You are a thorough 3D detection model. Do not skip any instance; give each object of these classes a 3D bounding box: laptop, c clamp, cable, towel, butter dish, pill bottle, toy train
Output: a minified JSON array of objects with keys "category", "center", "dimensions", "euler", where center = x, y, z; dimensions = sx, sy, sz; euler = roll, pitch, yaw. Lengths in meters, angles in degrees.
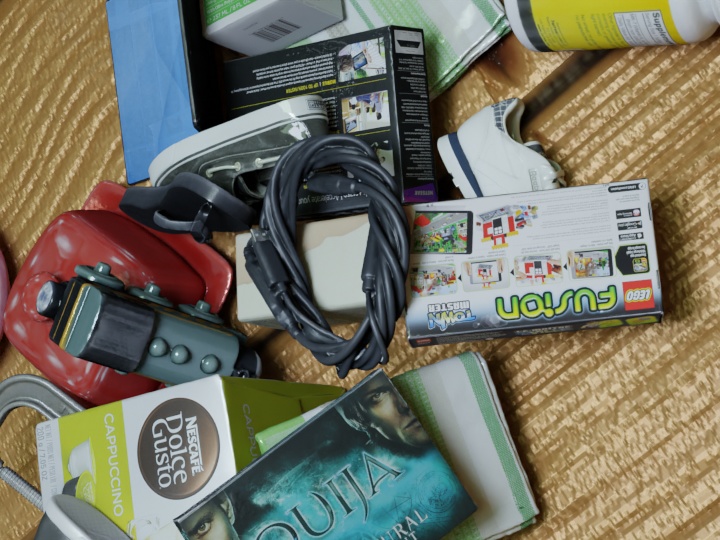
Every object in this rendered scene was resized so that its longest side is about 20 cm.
[{"category":"laptop","center":[-0.193,-0.194,1.544],"dimensions":[0.115,0.200,0.189],"euler":[-9,82,5]},{"category":"c clamp","center":[-0.282,0.199,1.556],"dimensions":[0.200,0.027,0.171],"euler":[43,113,2]},{"category":"cable","center":[-0.015,-0.011,1.351],"dimensions":[0.163,0.051,0.200],"euler":[-52,51,26]},{"category":"towel","center":[0.030,0.164,1.343],"dimensions":[0.199,0.031,0.150],"euler":[-19,86,-18]},{"category":"butter dish","center":[-0.251,0.031,1.548],"dimensions":[0.200,0.148,0.200],"euler":[34,101,29]},{"category":"towel","center":[0.029,-0.204,1.493],"dimensions":[0.200,0.031,0.150],"euler":[-42,63,21]},{"category":"pill bottle","center":[0.222,-0.234,1.330],"dimensions":[0.199,0.114,0.115],"euler":[0,83,30]},{"category":"toy train","center":[-0.178,0.058,1.443],"dimensions":[0.114,0.199,0.086],"euler":[27,94,58]}]

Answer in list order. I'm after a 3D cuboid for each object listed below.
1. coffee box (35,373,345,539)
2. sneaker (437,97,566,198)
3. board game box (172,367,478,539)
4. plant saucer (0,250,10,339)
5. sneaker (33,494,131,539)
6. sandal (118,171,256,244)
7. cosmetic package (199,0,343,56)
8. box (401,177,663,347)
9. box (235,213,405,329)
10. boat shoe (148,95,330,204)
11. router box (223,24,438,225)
[{"category":"coffee box","center":[-0.126,0.208,1.419],"dimensions":[0.197,0.200,0.201],"euler":[-16,76,27]},{"category":"sneaker","center":[0.138,-0.048,1.380],"dimensions":[0.080,0.076,0.201],"euler":[-31,70,11]},{"category":"board game box","center":[-0.025,0.186,1.285],"dimensions":[0.200,0.028,0.136],"euler":[-36,92,-18]},{"category":"plant saucer","center":[-0.426,0.032,1.706],"dimensions":[0.199,0.051,0.202],"euler":[-4,82,30]},{"category":"sneaker","center":[-0.194,0.269,1.297],"dimensions":[0.200,0.071,0.100],"euler":[38,104,33]},{"category":"sandal","center":[-0.151,-0.044,1.462],"dimensions":[0.200,0.076,0.043],"euler":[-6,57,61]},{"category":"cosmetic package","center":[-0.089,-0.308,1.526],"dimensions":[0.107,0.085,0.201],"euler":[-22,68,35]},{"category":"box","center":[0.131,-0.005,1.318],"dimensions":[0.198,0.035,0.111],"euler":[-5,75,7]},{"category":"box","center":[0.000,0.000,1.438],"dimensions":[0.199,0.095,0.078],"euler":[-8,79,28]},{"category":"boat shoe","center":[-0.107,-0.090,1.455],"dimensions":[0.199,0.070,0.064],"euler":[-20,78,39]},{"category":"router box","center":[-0.030,-0.122,1.468],"dimensions":[0.199,0.051,0.150],"euler":[-5,88,40]}]
